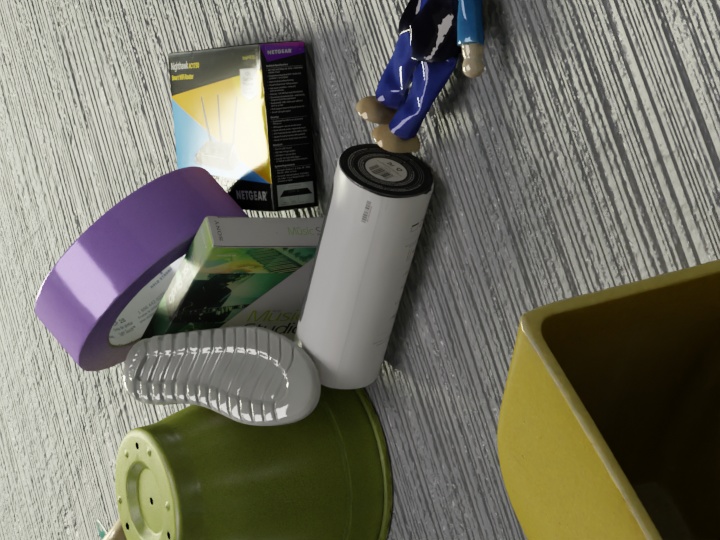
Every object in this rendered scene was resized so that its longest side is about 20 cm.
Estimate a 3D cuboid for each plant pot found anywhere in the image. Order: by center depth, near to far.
[{"bbox_3d":[0.198,0.137,1.177,0.194,0.195,0.200,62,153,30],"label":"plant pot"},{"bbox_3d":[-0.107,0.187,1.676,0.200,0.193,0.201,20,113,56],"label":"plant pot"}]

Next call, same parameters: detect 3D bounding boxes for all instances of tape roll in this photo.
[{"bbox_3d":[-0.191,0.000,1.683,0.066,0.200,0.200,47,139,12],"label":"tape roll"}]

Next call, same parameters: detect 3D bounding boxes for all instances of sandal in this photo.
[{"bbox_3d":[-0.113,0.088,1.626,0.203,0.050,0.083,7,82,32],"label":"sandal"}]

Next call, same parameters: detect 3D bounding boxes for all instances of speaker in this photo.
[{"bbox_3d":[0.000,0.000,1.567,0.081,0.081,0.200,50,138,41],"label":"speaker"}]

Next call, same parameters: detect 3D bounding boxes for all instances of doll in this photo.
[{"bbox_3d":[0.059,-0.187,1.454,0.200,0.048,0.136,-67,33,32],"label":"doll"}]

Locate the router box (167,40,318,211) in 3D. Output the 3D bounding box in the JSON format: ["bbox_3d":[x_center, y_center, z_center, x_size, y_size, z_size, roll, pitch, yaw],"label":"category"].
[{"bbox_3d":[-0.111,-0.132,1.744,0.200,0.051,0.149,6,102,60],"label":"router box"}]

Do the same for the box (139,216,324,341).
[{"bbox_3d":[-0.098,0.022,1.668,0.200,0.144,0.036,-58,41,47],"label":"box"}]

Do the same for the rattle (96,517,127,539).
[{"bbox_3d":[-0.221,0.310,1.847,0.200,0.143,0.130,130,160,-70],"label":"rattle"}]
